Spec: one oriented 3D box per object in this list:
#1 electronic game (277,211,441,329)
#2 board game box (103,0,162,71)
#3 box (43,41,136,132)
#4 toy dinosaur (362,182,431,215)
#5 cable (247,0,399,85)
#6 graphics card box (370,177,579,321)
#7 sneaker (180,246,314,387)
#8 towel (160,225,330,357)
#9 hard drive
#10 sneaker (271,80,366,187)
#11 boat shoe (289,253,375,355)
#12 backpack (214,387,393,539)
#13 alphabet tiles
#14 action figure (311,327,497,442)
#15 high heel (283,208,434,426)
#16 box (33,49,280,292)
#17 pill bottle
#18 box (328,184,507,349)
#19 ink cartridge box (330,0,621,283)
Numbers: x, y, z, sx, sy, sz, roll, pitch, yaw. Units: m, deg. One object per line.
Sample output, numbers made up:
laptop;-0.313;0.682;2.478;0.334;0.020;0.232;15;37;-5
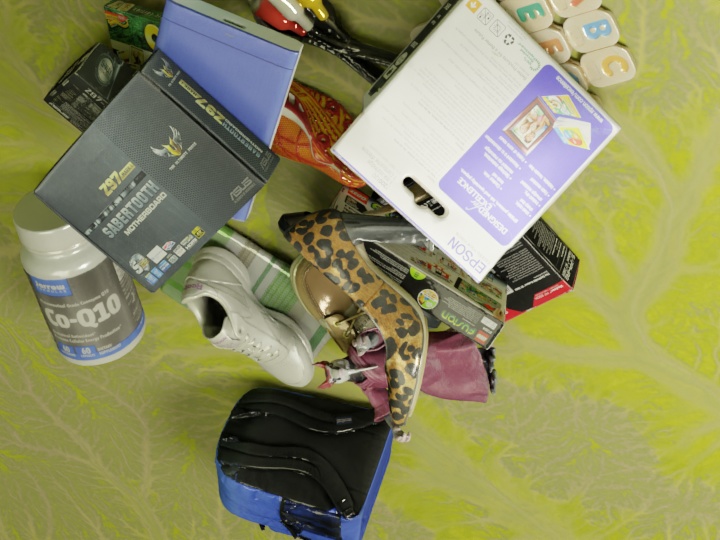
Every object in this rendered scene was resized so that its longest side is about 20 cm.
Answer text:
electronic game;0.000;0.000;1.571;0.199;0.200;0.042;33;97;-8
board game box;-0.173;-0.199;1.501;0.199;0.023;0.106;22;131;35
box;-0.224;-0.141;1.569;0.200;0.044;0.160;40;162;-15
toy dinosaur;0.103;-0.098;1.464;0.200;0.058;0.101;-42;99;12
cable;-0.033;-0.219;1.456;0.200;0.051;0.097;43;134;-17
graphics card box;0.117;-0.038;1.563;0.200;0.051;0.125;44;134;-20
sneaker;-0.132;0.071;1.704;0.075;0.100;0.200;-26;116;36
towel;-0.121;0.027;1.751;0.199;0.031;0.149;33;133;-6
hard drive;-0.143;-0.152;1.441;0.131;0.025;0.201;22;127;1
sneaker;-0.072;-0.147;1.536;0.199;0.073;0.077;37;140;3
boat shoe;-0.004;0.053;1.674;0.200;0.074;0.066;50;173;-34
backpack;-0.077;0.249;1.841;0.198;0.163;0.169;15;139;8
alphabet tiles;0.150;-0.203;1.419;0.194;0.015;0.201;-12;125;32
action figure;0.046;0.092;1.627;0.198;0.149;0.135;-2;121;6
high heel;-0.006;0.044;1.428;0.141;0.071;0.202;3;95;-1
box;-0.197;-0.090;1.451;0.158;0.051;0.200;42;124;-12
pill bottle;-0.325;0.002;1.748;0.113;0.114;0.201;4;133;20
box;0.054;-0.007;1.504;0.199;0.110;0.035;32;112;-5
ink cartridge box;0.103;-0.126;1.394;0.198;0.043;0.200;41;95;-17
